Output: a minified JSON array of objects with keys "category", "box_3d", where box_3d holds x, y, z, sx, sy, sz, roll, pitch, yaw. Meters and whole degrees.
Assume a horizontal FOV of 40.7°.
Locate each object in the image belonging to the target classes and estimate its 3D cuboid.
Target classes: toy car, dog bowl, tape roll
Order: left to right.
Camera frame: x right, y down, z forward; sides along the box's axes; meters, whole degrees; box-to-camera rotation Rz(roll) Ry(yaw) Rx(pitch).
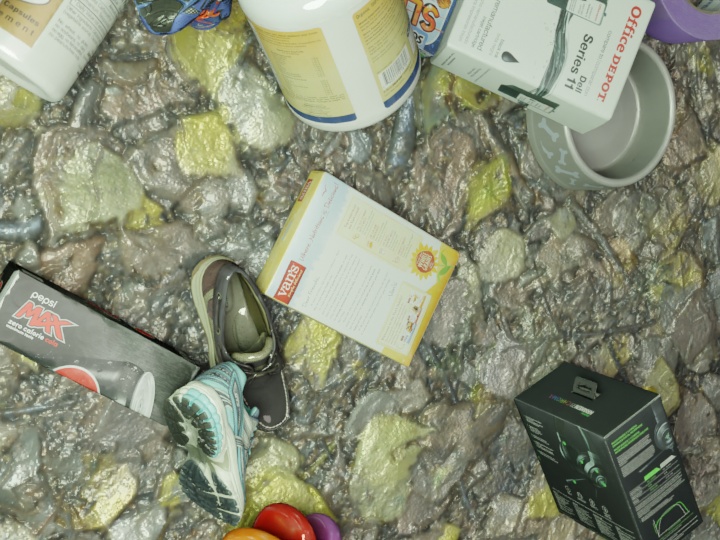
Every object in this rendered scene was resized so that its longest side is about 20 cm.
[{"category":"toy car","box_3d":[-0.066,0.325,1.020,0.200,0.175,0.151,30,45,-35]},{"category":"dog bowl","box_3d":[0.297,-0.191,1.172,0.199,0.059,0.201,-5,101,-27]},{"category":"tape roll","box_3d":[0.413,-0.384,1.198,0.199,0.066,0.201,-5,101,-27]}]

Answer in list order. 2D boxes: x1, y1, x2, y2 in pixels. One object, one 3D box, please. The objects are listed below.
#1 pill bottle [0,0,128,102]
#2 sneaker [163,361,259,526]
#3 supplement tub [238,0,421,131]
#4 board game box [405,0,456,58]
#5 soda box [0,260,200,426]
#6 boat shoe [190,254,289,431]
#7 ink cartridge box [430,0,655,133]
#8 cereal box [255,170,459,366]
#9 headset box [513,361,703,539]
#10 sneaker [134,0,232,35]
[{"category":"pill bottle","box_3d":[-0.255,-0.258,0.837,0.114,0.114,0.201,35,81,-28]},{"category":"sneaker","box_3d":[-0.132,0.176,0.971,0.086,0.077,0.201,-45,148,-39]},{"category":"supplement tub","box_3d":[-0.031,-0.243,0.902,0.144,0.144,0.200,-45,146,-14]},{"category":"board game box","box_3d":[0.018,-0.329,1.014,0.199,0.034,0.136,23,87,-29]},{"category":"soda box","box_3d":[-0.256,0.071,0.918,0.200,0.063,0.071,33,82,-27]},{"category":"boat shoe","box_3d":[-0.116,0.081,0.992,0.072,0.065,0.201,-23,109,-24]},{"category":"ink cartridge box","box_3d":[0.198,-0.259,1.059,0.199,0.083,0.147,22,86,-8]},{"category":"cereal box","box_3d":[0.000,0.000,1.055,0.200,0.039,0.144,30,84,-28]},{"category":"headset box","box_3d":[0.293,0.221,1.170,0.093,0.174,0.201,-31,110,-19]},{"category":"sneaker","box_3d":[-0.145,-0.249,0.870,0.075,0.200,0.079,2,123,11]}]
